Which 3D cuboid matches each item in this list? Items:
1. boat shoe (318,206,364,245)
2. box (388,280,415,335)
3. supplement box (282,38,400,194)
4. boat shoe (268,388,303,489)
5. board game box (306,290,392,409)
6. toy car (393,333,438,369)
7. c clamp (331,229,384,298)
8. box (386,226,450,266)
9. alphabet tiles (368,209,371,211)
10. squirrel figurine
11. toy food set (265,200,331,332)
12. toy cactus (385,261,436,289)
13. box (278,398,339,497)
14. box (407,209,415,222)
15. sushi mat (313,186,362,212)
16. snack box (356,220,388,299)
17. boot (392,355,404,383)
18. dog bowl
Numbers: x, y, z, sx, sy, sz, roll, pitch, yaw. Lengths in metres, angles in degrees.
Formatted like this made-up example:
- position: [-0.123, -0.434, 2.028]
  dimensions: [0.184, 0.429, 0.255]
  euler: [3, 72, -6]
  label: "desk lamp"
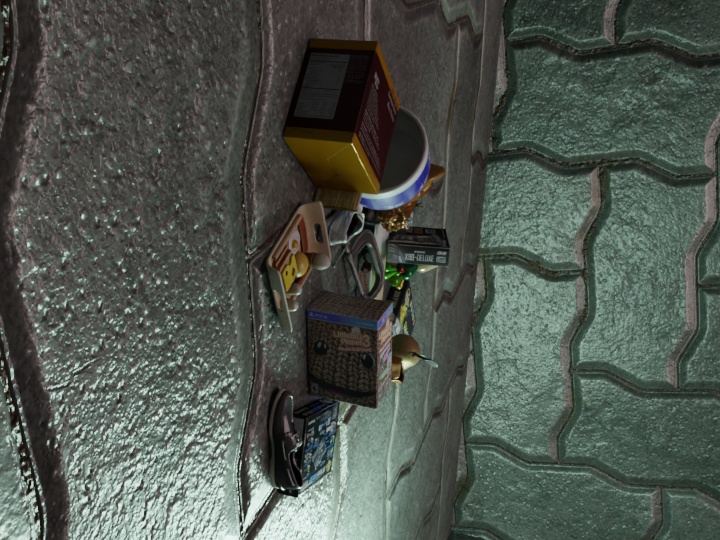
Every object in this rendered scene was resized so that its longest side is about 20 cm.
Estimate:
- position: [-0.023, -0.100, 1.494]
  dimensions: [0.201, 0.065, 0.075]
  euler: [-56, 150, -54]
  label: "boat shoe"
- position: [0.111, 0.148, 2.049]
  dimensions: [0.202, 0.048, 0.163]
  euler: [77, 30, -49]
  label: "box"
- position: [-0.027, -0.279, 1.296]
  dimensions: [0.198, 0.130, 0.204]
  euler: [53, 48, -65]
  label: "supplement box"
- position: [-0.133, 0.322, 1.337]
  dimensions: [0.073, 0.061, 0.205]
  euler: [-34, 129, -66]
  label: "boat shoe"
- position: [-0.021, 0.162, 1.463]
  dimensions: [0.097, 0.156, 0.204]
  euler: [-46, 140, -60]
  label: "board game box"
- position: [0.094, 0.223, 1.783]
  dimensions: [0.164, 0.196, 0.161]
  euler: [38, 61, -69]
  label: "toy car"
- position: [0.000, 0.000, 1.630]
  dimensions: [0.172, 0.027, 0.202]
  euler: [-59, 141, -35]
  label: "c clamp"
- position: [0.147, -0.066, 1.817]
  dimensions: [0.200, 0.154, 0.051]
  euler: [-76, 171, -72]
  label: "box"
- position: [0.048, -0.249, 1.696]
  dimensions: [0.201, 0.014, 0.199]
  euler: [-60, 159, -49]
  label: "alphabet tiles"
- position: [0.089, -0.180, 1.703]
  dimensions: [0.200, 0.140, 0.188]
  euler: [-45, 164, -39]
  label: "squirrel figurine"
- position: [-0.105, -0.009, 1.287]
  dimensions: [0.202, 0.059, 0.145]
  euler: [-65, 156, -44]
  label: "toy food set"
- position: [0.128, -0.019, 1.870]
  dimensions: [0.200, 0.162, 0.104]
  euler: [-36, 111, -72]
  label: "toy cactus"
- position: [-0.103, 0.363, 1.477]
  dimensions: [0.200, 0.045, 0.163]
  euler: [-1, 99, -72]
  label: "box"
- position: [0.121, -0.244, 1.916]
  dimensions: [0.200, 0.043, 0.164]
  euler: [54, 47, -65]
  label: "box"
- position: [-0.026, -0.212, 1.387]
  dimensions: [0.012, 0.094, 0.204]
  euler: [55, 47, -65]
  label: "sushi mat"
- position: [0.030, -0.019, 1.742]
  dimensions: [0.116, 0.036, 0.205]
  euler: [-17, 113, -69]
  label: "snack box"
- position: [0.019, 0.201, 1.610]
  dimensions: [0.202, 0.152, 0.078]
  euler: [74, 30, -51]
  label: "boot"
- position: [0.042, -0.229, 1.428]
  dimensions: [0.079, 0.196, 0.204]
  euler: [58, 43, -66]
  label: "dog bowl"
